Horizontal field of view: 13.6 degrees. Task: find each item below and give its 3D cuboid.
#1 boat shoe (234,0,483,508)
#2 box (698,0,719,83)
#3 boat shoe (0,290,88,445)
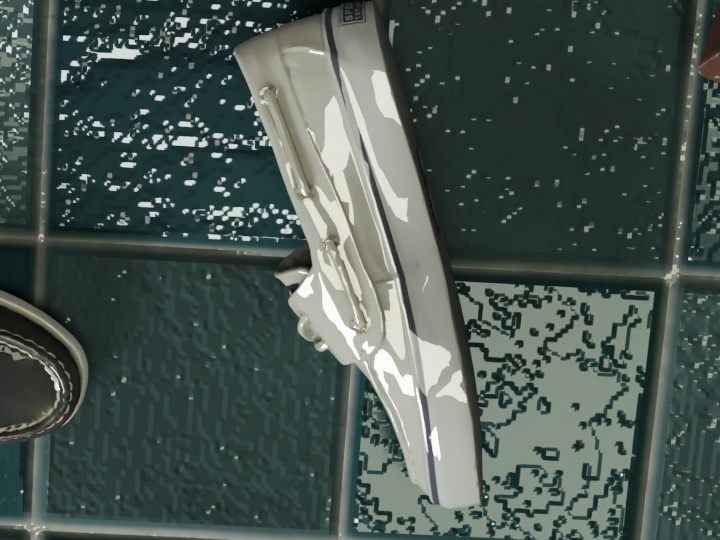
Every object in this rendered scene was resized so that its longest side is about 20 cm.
[{"bbox_3d":[0.000,0.000,1.151,0.065,0.072,0.201,-13,109,6],"label":"boat shoe"},{"bbox_3d":[0.204,-0.105,1.057,0.100,0.200,0.075,21,77,-11],"label":"box"},{"bbox_3d":[-0.204,0.035,1.154,0.199,0.060,0.074,14,107,-8],"label":"boat shoe"}]
